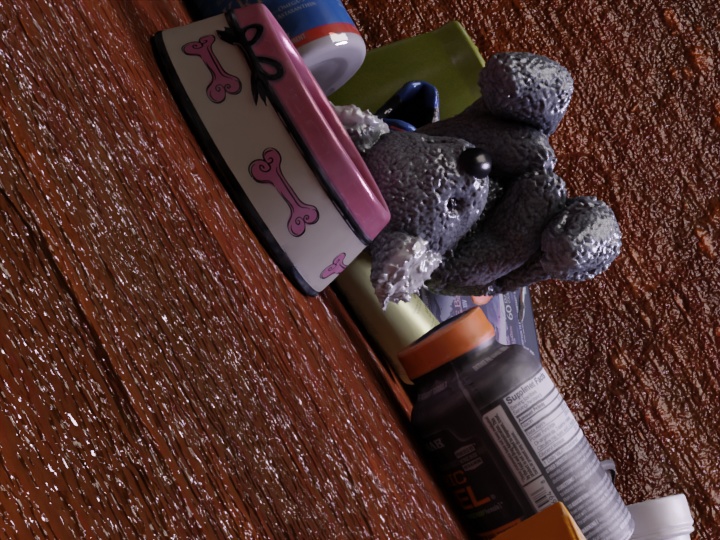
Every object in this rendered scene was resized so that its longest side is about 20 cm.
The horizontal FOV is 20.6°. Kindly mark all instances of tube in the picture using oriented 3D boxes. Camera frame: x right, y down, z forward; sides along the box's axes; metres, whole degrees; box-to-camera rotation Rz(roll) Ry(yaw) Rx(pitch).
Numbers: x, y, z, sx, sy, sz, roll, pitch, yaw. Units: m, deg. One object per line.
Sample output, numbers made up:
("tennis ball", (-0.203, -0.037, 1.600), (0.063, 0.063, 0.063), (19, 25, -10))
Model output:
("tube", (0.000, 0.000, 1.488), (0.058, 0.052, 0.200), (-4, -50, 50))

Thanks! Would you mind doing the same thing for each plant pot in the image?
("plant pot", (0.039, -0.120, 1.772), (0.201, 0.192, 0.200), (59, 4, -7))

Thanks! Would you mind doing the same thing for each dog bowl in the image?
("dog bowl", (-0.052, -0.086, 1.288), (0.201, 0.074, 0.200), (59, 5, -8))

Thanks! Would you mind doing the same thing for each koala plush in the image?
("koala plush", (0.054, -0.051, 1.439), (0.200, 0.183, 0.178), (-7, 76, -53))

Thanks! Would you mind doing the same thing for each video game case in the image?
("video game case", (0.096, 0.047, 1.644), (0.200, 0.019, 0.144), (0, 80, -60))

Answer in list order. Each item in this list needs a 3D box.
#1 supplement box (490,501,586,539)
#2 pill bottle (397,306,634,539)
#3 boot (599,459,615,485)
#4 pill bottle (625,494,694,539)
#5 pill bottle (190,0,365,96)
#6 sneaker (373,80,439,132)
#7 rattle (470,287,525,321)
("supplement box", (0.164, 0.270, 1.331), (0.200, 0.073, 0.126), (57, 5, -33))
("pill bottle", (0.106, 0.127, 1.433), (0.200, 0.106, 0.106), (59, 4, -1))
("boot", (0.189, 0.251, 1.595), (0.200, 0.069, 0.175), (52, 29, -67))
("pill bottle", (0.230, 0.275, 1.491), (0.111, 0.110, 0.201), (40, 37, -77))
("pill bottle", (-0.088, -0.239, 1.668), (0.200, 0.112, 0.112), (59, 4, 15))
("sneaker", (0.016, -0.085, 1.596), (0.079, 0.075, 0.200), (111, 0, -45))
("rattle", (0.136, -0.062, 1.616), (0.130, 0.143, 0.200), (52, 13, -15))
